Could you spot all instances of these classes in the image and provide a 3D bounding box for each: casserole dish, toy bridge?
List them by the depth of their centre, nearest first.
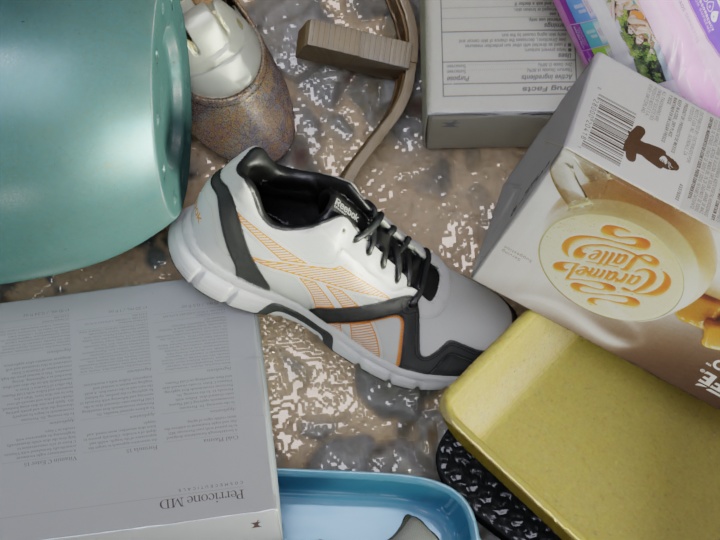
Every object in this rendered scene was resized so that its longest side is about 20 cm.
[{"bbox_3d":[-0.025,0.169,1.192,0.198,0.039,0.122,2,80,-1],"label":"casserole dish"},{"bbox_3d":[-0.002,-0.123,1.243,0.067,0.027,0.201,12,74,-15],"label":"toy bridge"}]

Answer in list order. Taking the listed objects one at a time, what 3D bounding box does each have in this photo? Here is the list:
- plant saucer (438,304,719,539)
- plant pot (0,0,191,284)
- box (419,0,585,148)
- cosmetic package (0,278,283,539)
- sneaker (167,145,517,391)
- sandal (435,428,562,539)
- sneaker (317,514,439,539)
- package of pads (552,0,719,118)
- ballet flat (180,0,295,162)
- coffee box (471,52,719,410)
[{"bbox_3d":[0.158,0.093,1.169,0.200,0.049,0.200,42,52,8],"label":"plant saucer"},{"bbox_3d":[-0.174,-0.087,1.148,0.160,0.201,0.202,-1,80,4],"label":"plant pot"},{"bbox_3d":[0.078,-0.173,1.233,0.094,0.078,0.202,1,80,-1],"label":"box"},{"bbox_3d":[-0.146,0.086,1.172,0.198,0.052,0.152,-7,53,-1],"label":"cosmetic package"},{"bbox_3d":[0.000,0.000,1.178,0.199,0.080,0.074,21,44,-15],"label":"sneaker"},{"bbox_3d":[0.123,0.153,1.196,0.075,0.048,0.201,-40,70,-6],"label":"sandal"},{"bbox_3d":[-0.040,0.189,1.140,0.199,0.074,0.080,-21,72,-10],"label":"sneaker"},{"bbox_3d":[0.158,-0.157,1.176,0.121,0.075,0.201,-46,115,-40],"label":"package of pads"},{"bbox_3d":[-0.101,-0.148,1.233,0.068,0.067,0.201,-32,82,-8],"label":"ballet flat"},{"bbox_3d":[0.174,-0.007,1.140,0.199,0.115,0.080,28,48,-6],"label":"coffee box"}]
